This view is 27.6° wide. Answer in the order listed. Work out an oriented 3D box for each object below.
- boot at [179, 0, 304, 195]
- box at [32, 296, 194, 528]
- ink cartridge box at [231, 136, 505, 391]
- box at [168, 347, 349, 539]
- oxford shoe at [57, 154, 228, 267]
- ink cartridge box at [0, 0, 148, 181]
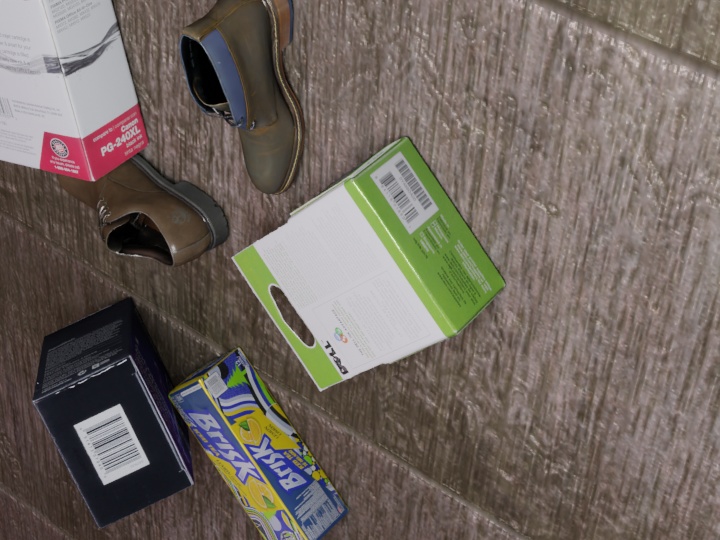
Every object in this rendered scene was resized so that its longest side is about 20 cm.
[{"bbox_3d":[-0.102,-0.134,1.192,0.074,0.097,0.202,21,132,31],"label":"boot"},{"bbox_3d":[-0.243,0.135,1.453,0.200,0.103,0.149,-118,4,-71],"label":"box"},{"bbox_3d":[0.000,0.000,1.214,0.149,0.076,0.199,55,142,-6],"label":"ink cartridge box"},{"bbox_3d":[-0.102,0.181,1.458,0.070,0.064,0.201,-26,99,50],"label":"box"},{"bbox_3d":[-0.224,-0.061,1.377,0.198,0.084,0.073,24,136,32],"label":"oxford shoe"},{"bbox_3d":[-0.288,-0.197,1.334,0.144,0.083,0.202,15,128,36],"label":"ink cartridge box"}]
